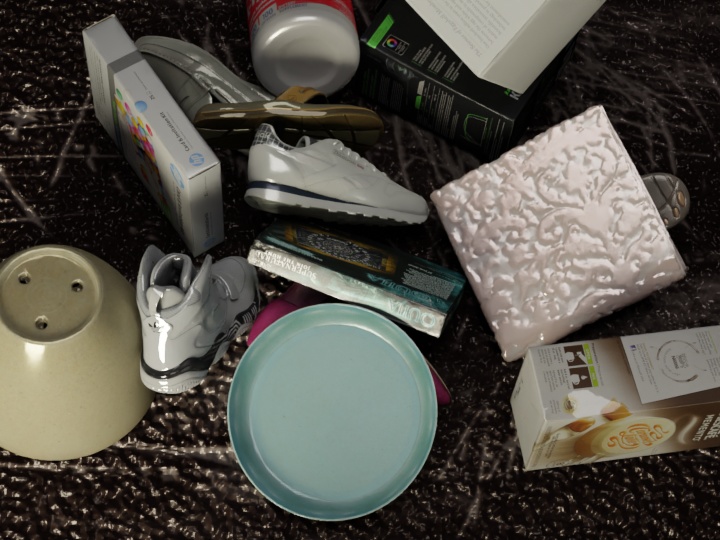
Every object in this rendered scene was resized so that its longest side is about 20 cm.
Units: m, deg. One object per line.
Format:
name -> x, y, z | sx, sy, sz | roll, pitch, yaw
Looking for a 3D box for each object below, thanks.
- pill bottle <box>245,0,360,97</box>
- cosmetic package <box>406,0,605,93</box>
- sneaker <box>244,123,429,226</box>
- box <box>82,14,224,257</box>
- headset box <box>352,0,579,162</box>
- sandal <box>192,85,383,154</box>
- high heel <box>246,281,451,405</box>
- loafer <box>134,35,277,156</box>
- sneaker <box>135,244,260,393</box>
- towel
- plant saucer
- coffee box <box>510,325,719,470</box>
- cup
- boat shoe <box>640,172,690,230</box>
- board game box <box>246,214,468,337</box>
pill bottle -> -0.065, -0.280, 1.808 | 0.111, 0.113, 0.201 | -3, 45, -7
cosmetic package -> 0.141, -0.319, 1.699 | 0.200, 0.123, 0.200 | -47, 68, 16
sneaker -> -0.018, -0.089, 1.710 | 0.199, 0.076, 0.081 | 11, 78, -27
box -> -0.203, -0.131, 1.703 | 0.041, 0.156, 0.200 | -31, 69, -17
headset box -> 0.108, -0.237, 1.825 | 0.199, 0.093, 0.175 | 29, 62, 11
sandal -> -0.071, -0.155, 1.729 | 0.198, 0.080, 0.054 | 2, 59, -16
high heel -> -0.011, 0.090, 1.659 | 0.199, 0.068, 0.096 | 36, 75, 20
loafer -> -0.158, -0.176, 1.781 | 0.199, 0.070, 0.070 | 28, 54, 10
sneaker -> -0.150, 0.017, 1.620 | 0.074, 0.116, 0.200 | 10, 35, 17
towel -> 0.192, -0.036, 1.699 | 0.199, 0.032, 0.192 | -26, 81, 6
plant saucer -> -0.025, 0.132, 1.613 | 0.198, 0.027, 0.202 | -1, 81, 9
coffee box -> 0.252, 0.120, 1.631 | 0.198, 0.115, 0.080 | -7, 61, -8
cup -> -0.285, 0.055, 1.601 | 0.198, 0.144, 0.202 | 2, 60, -4
boat shoe -> 0.235, -0.048, 1.747 | 0.198, 0.073, 0.075 | -9, 86, 9
board game box -> 0.000, 0.000, 1.676 | 0.199, 0.028, 0.135 | 21, 19, 7
